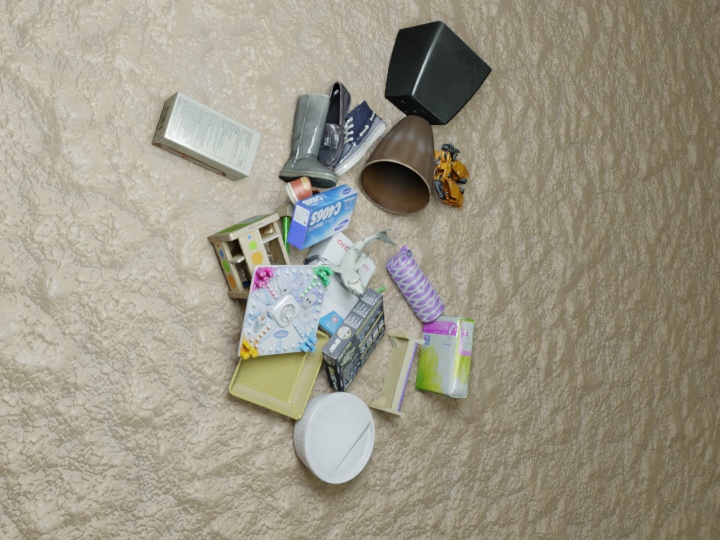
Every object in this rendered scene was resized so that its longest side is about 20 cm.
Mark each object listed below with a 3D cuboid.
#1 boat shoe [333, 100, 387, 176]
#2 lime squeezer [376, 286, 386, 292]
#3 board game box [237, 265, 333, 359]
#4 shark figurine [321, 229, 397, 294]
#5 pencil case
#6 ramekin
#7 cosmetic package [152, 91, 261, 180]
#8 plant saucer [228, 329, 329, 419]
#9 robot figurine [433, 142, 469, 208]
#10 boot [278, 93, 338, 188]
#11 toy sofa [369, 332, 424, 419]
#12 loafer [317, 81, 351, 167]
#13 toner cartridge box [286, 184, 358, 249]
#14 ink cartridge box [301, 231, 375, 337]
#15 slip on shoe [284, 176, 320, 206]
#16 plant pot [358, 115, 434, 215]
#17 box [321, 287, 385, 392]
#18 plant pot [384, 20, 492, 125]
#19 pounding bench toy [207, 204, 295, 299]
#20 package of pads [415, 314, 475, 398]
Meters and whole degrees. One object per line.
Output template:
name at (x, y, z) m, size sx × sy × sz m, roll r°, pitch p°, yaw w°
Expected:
boat shoe at (-0.023, -0.322, 1.687) m, size 0.093 × 0.074 × 0.201 m, roll 48°, pitch 58°, yaw -17°
lime squeezer at (0.003, 0.105, 1.718) m, size 0.070 × 0.037 × 0.203 m, roll 41°, pitch 67°, yaw -28°
board game box at (-0.156, 0.089, 1.487) m, size 0.196 × 0.026 × 0.206 m, roll -1°, pitch 112°, yaw -41°
shark figurine at (-0.004, -0.014, 1.604) m, size 0.216 × 0.125 × 0.091 m, roll -58°, pitch 146°, yaw -40°
pencil case at (0.142, 0.037, 1.795) m, size 0.203 × 0.082 × 0.086 m, roll 58°, pitch 38°, yaw -22°
ramekin at (-0.068, 0.385, 1.633) m, size 0.198 × 0.093 × 0.210 m, roll 1°, pitch 89°, yaw -35°
cosmetic package at (-0.320, -0.276, 1.459) m, size 0.197 × 0.086 × 0.106 m, roll 24°, pitch 76°, yaw -32°
plant saucer at (-0.187, 0.206, 1.570) m, size 0.197 × 0.048 × 0.205 m, roll 27°, pitch 78°, yaw -30°
robot figurine at (0.228, -0.243, 1.821) m, size 0.199 × 0.057 × 0.149 m, roll 31°, pitch 70°, yaw -58°
boot at (-0.099, -0.294, 1.572) m, size 0.072 × 0.178 × 0.205 m, roll 33°, pitch 74°, yaw -54°
toy sofa at (0.103, 0.266, 1.762) m, size 0.096 × 0.082 × 0.206 m, roll 23°, pitch 77°, yaw -31°
loafer at (-0.070, -0.346, 1.638) m, size 0.063 × 0.070 × 0.206 m, roll 52°, pitch 48°, yaw -66°
toner cartridge box at (-0.081, -0.120, 1.530) m, size 0.199 × 0.042 × 0.097 m, roll -31°, pitch 145°, yaw -56°
ink cartridge box at (-0.073, 0.031, 1.635) m, size 0.145 × 0.083 × 0.203 m, roll 41°, pitch 68°, yaw -28°
slip on shoe at (-0.109, -0.148, 1.569) m, size 0.060 × 0.200 × 0.075 m, roll -29°, pitch 65°, yaw 3°
plant pot at (0.110, -0.279, 1.727) m, size 0.186 × 0.184 × 0.204 m, roll 39°, pitch 55°, yaw -28°
box at (-0.011, 0.166, 1.644) m, size 0.201 × 0.048 × 0.163 m, roll -52°, pitch 155°, yaw -28°
plant pot at (0.175, -0.479, 1.759) m, size 0.197 × 0.198 × 0.181 m, roll 29°, pitch 86°, yaw -31°
pounding bench toy at (-0.201, -0.038, 1.521) m, size 0.197 × 0.123 × 0.160 m, roll -28°, pitch 106°, yaw -32°
package of pads at (0.220, 0.218, 1.801) m, size 0.067 × 0.153 × 0.207 m, roll 11°, pitch 84°, yaw -33°
